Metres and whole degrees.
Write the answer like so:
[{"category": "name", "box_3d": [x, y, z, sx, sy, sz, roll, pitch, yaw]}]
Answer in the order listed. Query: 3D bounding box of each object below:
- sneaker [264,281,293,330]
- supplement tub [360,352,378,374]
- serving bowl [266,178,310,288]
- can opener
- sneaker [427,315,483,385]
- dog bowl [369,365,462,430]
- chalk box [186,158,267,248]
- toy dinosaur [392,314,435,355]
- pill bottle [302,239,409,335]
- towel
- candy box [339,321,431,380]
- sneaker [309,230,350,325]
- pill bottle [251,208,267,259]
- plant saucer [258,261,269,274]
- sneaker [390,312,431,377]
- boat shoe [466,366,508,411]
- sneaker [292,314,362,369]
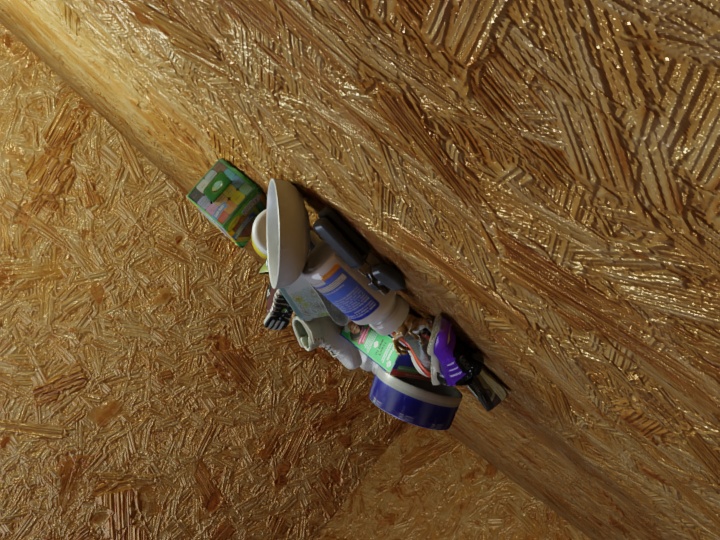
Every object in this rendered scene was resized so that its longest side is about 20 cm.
[{"category": "sneaker", "box_3d": [-0.174, 0.038, 1.672, 0.075, 0.200, 0.116, 16, -137, -28]}, {"category": "supplement tub", "box_3d": [0.014, 0.170, 1.890, 0.200, 0.146, 0.146, 37, 171, 24]}, {"category": "serving bowl", "box_3d": [-0.130, -0.068, 1.325, 0.065, 0.202, 0.200, -2, 180, -13]}, {"category": "can opener", "box_3d": [0.005, -0.034, 1.264, 0.067, 0.054, 0.200, -17, 128, 41]}, {"category": "sneaker", "box_3d": [0.182, 0.154, 1.356, 0.099, 0.070, 0.201, 9, 145, 16]}, {"category": "dog bowl", "box_3d": [0.122, 0.279, 1.625, 0.199, 0.079, 0.200, 20, -174, -2]}, {"category": "chalk box", "box_3d": [-0.300, -0.160, 1.661, 0.124, 0.125, 0.200, 39, 173, 15]}, {"category": "toy dinosaur", "box_3d": [0.079, 0.111, 1.470, 0.199, 0.107, 0.060, 10, -171, 37]}, {"category": "pill bottle", "box_3d": [-0.004, 0.031, 1.357, 0.200, 0.112, 0.112, 43, 171, -23]}, {"category": "towel", "box_3d": [-0.085, 0.026, 1.543, 0.200, 0.170, 0.048, 62, -158, -45]}, {"category": "candy box", "box_3d": [0.080, 0.172, 1.658, 0.169, 0.077, 0.200, 17, -171, -41]}, {"category": "sneaker", "box_3d": [-0.058, 0.004, 1.442, 0.073, 0.085, 0.201, -15, 105, 45]}, {"category": "pill bottle", "box_3d": [-0.194, -0.079, 1.652, 0.109, 0.109, 0.200, 41, 171, -5]}, {"category": "plant saucer", "box_3d": [-0.132, -0.013, 1.650, 0.199, 0.031, 0.200, -3, 178, 0]}, {"category": "sneaker", "box_3d": [0.121, 0.125, 1.515, 0.082, 0.077, 0.200, -34, 95, 42]}, {"category": "boat shoe", "box_3d": [0.212, 0.206, 1.462, 0.200, 0.065, 0.073, 43, 173, -6]}, {"category": "sneaker", "box_3d": [-0.085, 0.170, 1.690, 0.073, 0.116, 0.201, -25, 103, 45]}]
